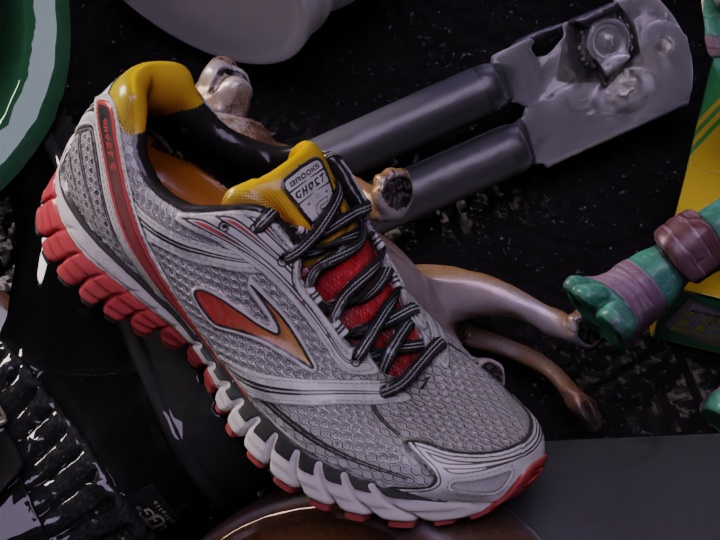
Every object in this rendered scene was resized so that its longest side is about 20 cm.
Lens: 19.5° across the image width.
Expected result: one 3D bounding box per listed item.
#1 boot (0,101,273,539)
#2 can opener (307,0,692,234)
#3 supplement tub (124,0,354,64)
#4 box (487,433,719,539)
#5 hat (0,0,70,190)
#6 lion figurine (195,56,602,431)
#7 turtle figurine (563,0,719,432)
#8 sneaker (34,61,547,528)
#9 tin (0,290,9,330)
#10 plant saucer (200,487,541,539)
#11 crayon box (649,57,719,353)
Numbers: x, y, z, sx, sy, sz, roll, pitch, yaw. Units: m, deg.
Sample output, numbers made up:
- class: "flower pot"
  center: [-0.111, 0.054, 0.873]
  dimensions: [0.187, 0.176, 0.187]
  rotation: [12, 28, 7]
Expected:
- class: "boot"
  center: [-0.137, 0.040, 0.780]
  dimensions: [0.157, 0.080, 0.212]
  rotation: [-31, 47, 4]
- class: "can opener"
  center: [0.047, -0.060, 0.891]
  dimensions: [0.199, 0.067, 0.054]
  rotation: [-24, 97, -4]
- class: "supplement tub"
  center: [-0.027, -0.204, 0.906]
  dimensions: [0.144, 0.145, 0.201]
  rotation: [25, 66, 14]
- class: "box"
  center: [0.141, 0.146, 0.732]
  dimensions: [0.198, 0.125, 0.150]
  rotation: [-2, 61, 1]
- class: "hat"
  center: [-0.201, -0.087, 0.867]
  dimensions: [0.164, 0.176, 0.202]
  rotation: [-14, 79, -8]
- class: "lion figurine"
  center: [0.000, 0.000, 0.816]
  dimensions: [0.122, 0.200, 0.073]
  rotation: [9, 61, 55]
- class: "turtle figurine"
  center: [0.176, -0.036, 0.778]
  dimensions: [0.149, 0.101, 0.200]
  rotation: [37, 86, 34]
- class: "sneaker"
  center: [-0.022, 0.008, 0.690]
  dimensions: [0.199, 0.082, 0.078]
  rotation: [36, 39, 12]
- class: "tin"
  center: [-0.213, 0.049, 0.840]
  dimensions: [0.198, 0.042, 0.113]
  rotation: [10, 67, 6]
- class: "plant saucer"
  center: [-0.016, 0.155, 0.681]
  dimensions: [0.199, 0.034, 0.202]
  rotation: [-14, 60, 26]
- class: "crayon box"
  center: [0.234, -0.035, 0.862]
  dimensions: [0.198, 0.058, 0.174]
  rotation: [13, 63, 8]
